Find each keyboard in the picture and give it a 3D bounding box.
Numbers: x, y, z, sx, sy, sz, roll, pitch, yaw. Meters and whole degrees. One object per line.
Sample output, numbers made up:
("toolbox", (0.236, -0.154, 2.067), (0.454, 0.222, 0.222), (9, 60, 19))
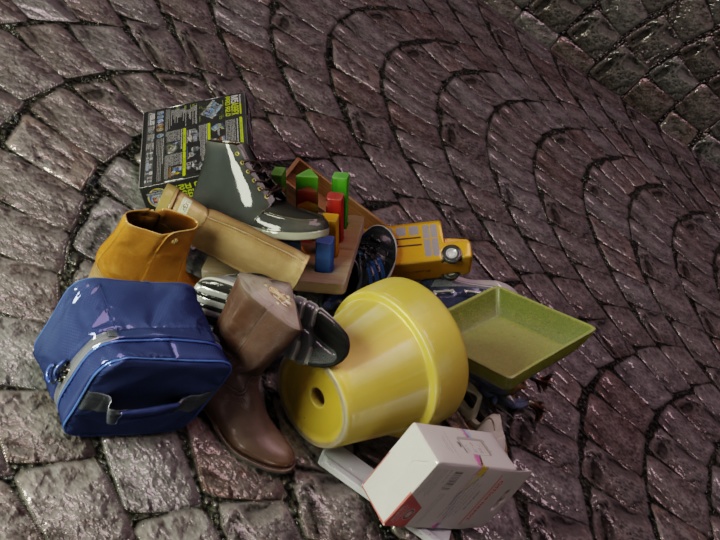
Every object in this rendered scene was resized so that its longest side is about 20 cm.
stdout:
("keyboard", (0.033, 0.283, 1.419), (0.199, 0.011, 0.056), (37, 23, -6))

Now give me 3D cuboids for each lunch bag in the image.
("lunch bag", (-0.247, 0.101, 1.213), (0.199, 0.136, 0.133), (3, 44, -46))

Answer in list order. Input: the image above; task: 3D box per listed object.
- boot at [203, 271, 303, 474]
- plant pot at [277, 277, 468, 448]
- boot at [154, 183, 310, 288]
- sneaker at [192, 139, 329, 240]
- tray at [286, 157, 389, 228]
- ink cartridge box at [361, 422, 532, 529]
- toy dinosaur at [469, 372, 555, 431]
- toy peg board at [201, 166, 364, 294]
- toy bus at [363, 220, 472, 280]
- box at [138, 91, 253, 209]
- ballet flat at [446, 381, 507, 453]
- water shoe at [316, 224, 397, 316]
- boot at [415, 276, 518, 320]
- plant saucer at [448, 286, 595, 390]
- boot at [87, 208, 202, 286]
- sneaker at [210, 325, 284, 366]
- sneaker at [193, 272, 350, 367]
("boot", (-0.105, 0.117, 1.289), (0.186, 0.201, 0.064), (38, 29, -1))
("plant pot", (0.005, 0.131, 1.427), (0.188, 0.202, 0.201), (-22, 64, -41))
("boot", (-0.176, -0.025, 1.451), (0.198, 0.175, 0.067), (27, 75, -8))
("sneaker", (-0.129, -0.106, 1.469), (0.198, 0.108, 0.075), (14, 13, 16))
("tray", (-0.045, -0.096, 1.839), (0.199, 0.037, 0.099), (36, 29, -4))
("ink cartridge box", (0.113, 0.261, 1.415), (0.199, 0.117, 0.068), (16, 31, -44))
("toy dinosaur", (0.207, 0.183, 1.735), (0.179, 0.106, 0.200), (18, 0, -17))
("toy peg board", (-0.104, -0.067, 1.567), (0.197, 0.099, 0.200), (5, 30, 7))
("toy bus", (0.069, -0.025, 1.725), (0.197, 0.065, 0.079), (-7, 63, -1))
("box", (-0.234, -0.173, 1.618), (0.158, 0.045, 0.201), (-11, 40, 0))
("ballet flat", (0.160, 0.213, 1.605), (0.068, 0.067, 0.201), (-9, 55, -53))
("water shoe", (0.000, 0.000, 1.624), (0.071, 0.079, 0.201), (21, 57, 13))
("boot", (0.175, 0.063, 1.785), (0.198, 0.073, 0.091), (12, 45, -26))
("plant saucer", (0.208, 0.105, 1.655), (0.199, 0.048, 0.199), (-23, 33, -37))
("boot", (-0.229, -0.009, 1.379), (0.200, 0.144, 0.071), (8, 45, -43))
("sneaker", (-0.176, 0.074, 1.425), (0.199, 0.075, 0.087), (13, 21, -44))
("sneaker", (-0.096, 0.045, 1.358), (0.198, 0.076, 0.116), (23, 16, 5))
